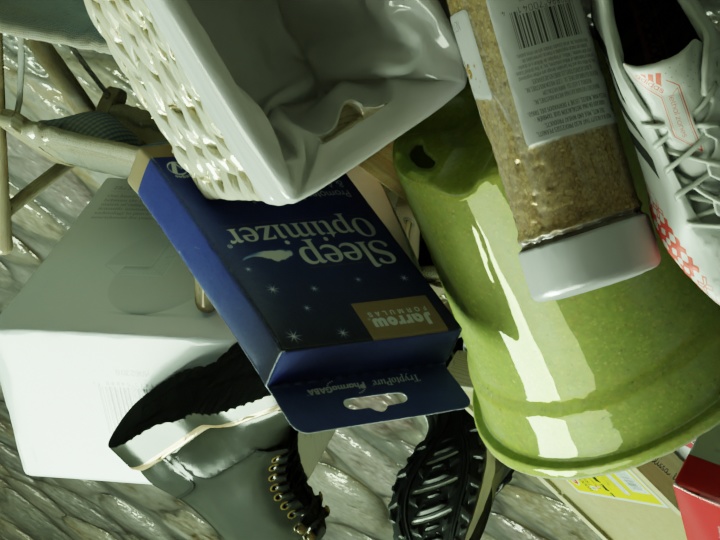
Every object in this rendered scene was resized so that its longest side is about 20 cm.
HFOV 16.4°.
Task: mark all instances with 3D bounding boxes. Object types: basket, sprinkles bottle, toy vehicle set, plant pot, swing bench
[{"bbox_3d":[-0.061,-0.144,1.295,0.200,0.135,0.123,59,156,-10],"label":"basket"},{"bbox_3d":[0.089,-0.088,1.236,0.068,0.068,0.201,-18,89,63],"label":"sprinkles bottle"},{"bbox_3d":[0.153,0.123,1.597,0.124,0.027,0.200,6,149,51],"label":"toy vehicle set"},{"bbox_3d":[0.113,-0.021,1.370,0.200,0.201,0.185,7,138,47],"label":"plant pot"},{"bbox_3d":[-0.151,-0.104,1.582,0.198,0.130,0.201,16,133,36],"label":"swing bench"}]

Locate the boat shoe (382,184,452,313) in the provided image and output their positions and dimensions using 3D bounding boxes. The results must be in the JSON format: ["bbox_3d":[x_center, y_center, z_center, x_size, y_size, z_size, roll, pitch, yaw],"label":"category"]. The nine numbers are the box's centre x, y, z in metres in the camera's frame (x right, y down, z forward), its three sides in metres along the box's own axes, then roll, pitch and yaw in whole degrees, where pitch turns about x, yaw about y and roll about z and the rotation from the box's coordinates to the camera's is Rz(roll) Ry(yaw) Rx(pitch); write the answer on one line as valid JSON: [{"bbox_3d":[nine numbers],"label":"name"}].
[{"bbox_3d":[0.042,-0.005,1.642,0.065,0.072,0.200,21,152,27],"label":"boat shoe"}]

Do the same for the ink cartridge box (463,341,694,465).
[{"bbox_3d":[0.185,0.074,1.602,0.199,0.084,0.144,16,155,35],"label":"ink cartridge box"}]

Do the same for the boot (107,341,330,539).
[{"bbox_3d":[-0.044,0.111,1.506,0.138,0.078,0.200,46,144,-17],"label":"boot"}]

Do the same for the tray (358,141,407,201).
[{"bbox_3d":[-0.015,-0.098,1.462,0.200,0.037,0.099,34,-172,-33],"label":"tray"}]

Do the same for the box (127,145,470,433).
[{"bbox_3d":[-0.029,0.002,1.347,0.200,0.121,0.032,55,135,34],"label":"box"}]

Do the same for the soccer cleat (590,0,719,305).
[{"bbox_3d":[0.159,-0.070,1.204,0.085,0.068,0.201,35,-146,-73],"label":"soccer cleat"}]

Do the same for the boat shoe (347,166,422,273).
[{"bbox_3d":[0.000,0.000,1.473,0.200,0.066,0.070,-111,-4,-60],"label":"boat shoe"}]

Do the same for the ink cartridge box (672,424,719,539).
[{"bbox_3d":[0.239,0.109,1.440,0.067,0.200,0.116,21,157,24],"label":"ink cartridge box"}]

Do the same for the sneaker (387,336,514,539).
[{"bbox_3d":[0.073,0.131,1.661,0.074,0.201,0.079,-19,124,27],"label":"sneaker"}]

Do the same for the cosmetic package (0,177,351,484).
[{"bbox_3d":[-0.107,0.039,1.653,0.198,0.200,0.123,3,123,20],"label":"cosmetic package"}]
